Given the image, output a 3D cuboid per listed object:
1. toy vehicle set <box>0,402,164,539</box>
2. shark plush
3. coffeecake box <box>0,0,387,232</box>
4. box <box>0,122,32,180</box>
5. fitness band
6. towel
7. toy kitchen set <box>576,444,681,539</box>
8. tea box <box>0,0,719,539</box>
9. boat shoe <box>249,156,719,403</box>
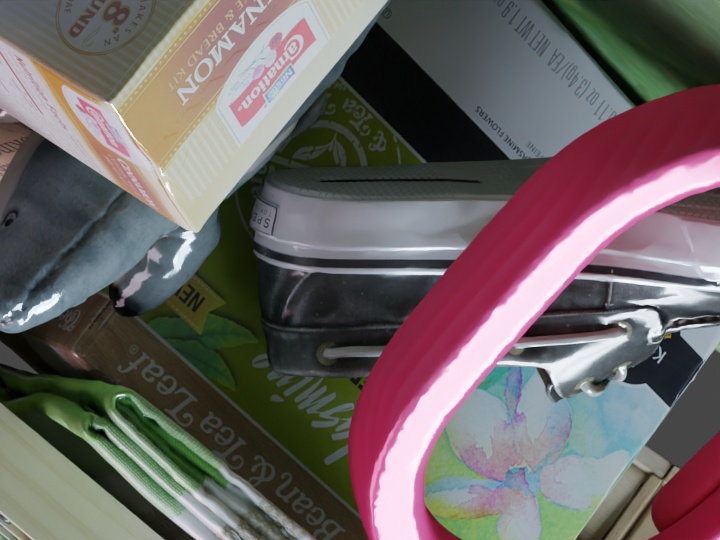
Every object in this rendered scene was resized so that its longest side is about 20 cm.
[{"bbox_3d":[-0.079,0.103,0.931,0.200,0.027,0.124,40,168,-5],"label":"toy vehicle set"},{"bbox_3d":[-0.029,-0.050,0.816,0.091,0.199,0.083,63,177,-11],"label":"shark plush"},{"bbox_3d":[-0.079,-0.129,0.790,0.200,0.154,0.073,32,166,29],"label":"coffeecake box"},{"bbox_3d":[-0.127,-0.077,1.026,0.199,0.078,0.095,26,159,-31],"label":"box"},{"bbox_3d":[0.084,0.032,0.840,0.143,0.200,0.038,24,-152,-32],"label":"fitness band"},{"bbox_3d":[-0.034,0.104,0.915,0.200,0.031,0.149,41,165,-17],"label":"towel"},{"bbox_3d":[0.072,0.124,1.387,0.200,0.163,0.181,35,170,14],"label":"toy kitchen set"},{"bbox_3d":[0.000,0.000,0.975,0.200,0.197,0.133,42,169,-28],"label":"tea box"},{"bbox_3d":[0.063,0.005,0.884,0.199,0.071,0.072,2,-163,-6],"label":"boat shoe"}]
